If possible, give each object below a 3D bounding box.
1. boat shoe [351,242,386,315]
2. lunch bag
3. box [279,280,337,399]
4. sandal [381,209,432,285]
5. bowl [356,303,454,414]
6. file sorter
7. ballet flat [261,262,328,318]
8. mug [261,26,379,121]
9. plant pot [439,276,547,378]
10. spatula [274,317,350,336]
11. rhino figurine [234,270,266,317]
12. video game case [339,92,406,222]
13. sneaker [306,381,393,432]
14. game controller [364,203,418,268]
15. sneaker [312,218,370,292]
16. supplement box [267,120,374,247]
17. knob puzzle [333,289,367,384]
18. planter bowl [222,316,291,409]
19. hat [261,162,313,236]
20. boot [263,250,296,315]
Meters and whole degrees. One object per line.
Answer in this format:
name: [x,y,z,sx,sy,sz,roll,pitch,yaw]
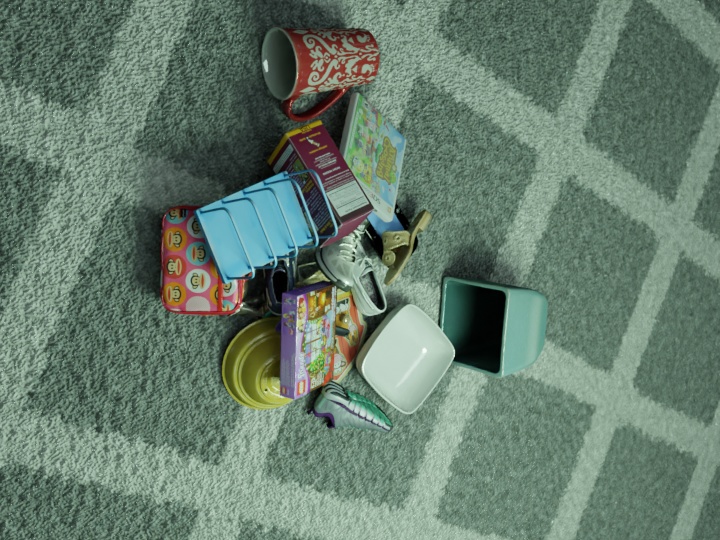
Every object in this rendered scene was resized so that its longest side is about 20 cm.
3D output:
boat shoe: [0.000,0.000,1.711,0.072,0.068,0.201,-21,97,-34]
lunch bag: [-0.275,-0.018,1.510,0.175,0.082,0.202,2,94,-4]
box: [-0.097,0.129,1.565,0.137,0.039,0.202,-18,114,-57]
sandal: [0.076,-0.064,1.724,0.070,0.078,0.212,40,55,-11]
bowl: [0.088,0.188,1.803,0.200,0.074,0.200,-51,120,-15]
file sorter: [-0.159,-0.081,1.440,0.199,0.122,0.140,-29,106,-33]
ballet flat: [-0.127,0.028,1.660,0.199,0.070,0.066,-25,86,-22]
mug: [-0.082,-0.396,1.601,0.199,0.178,0.134,-15,69,-32]
plant pot: [0.318,0.117,1.871,0.199,0.196,0.197,-3,99,-40]
spatula: [-0.087,0.114,1.649,0.199,0.021,0.057,13,119,-51]
rhino figurine: [-0.238,-0.005,1.577,0.087,0.060,0.202,-7,103,7]
video game case: [0.023,-0.227,1.665,0.182,0.022,0.201,36,56,-44]
sneaker: [-0.022,0.313,1.774,0.200,0.075,0.088,35,103,-28]
game controller: [0.050,-0.100,1.754,0.104,0.042,0.200,-44,118,-18]
sneaker: [-0.030,-0.054,1.605,0.115,0.201,0.076,-43,128,18]
supplement box: [-0.075,-0.160,1.530,0.085,0.110,0.201,-28,83,-32]
knob puzzle: [-0.062,0.148,1.726,0.218,0.030,0.221,-7,103,-34]
planter bowl: [-0.167,0.200,1.625,0.199,0.083,0.202,-8,110,-22]
hat: [-0.110,-0.138,1.618,0.199,0.081,0.202,9,65,-20]
boot: [-0.153,-0.019,1.580,0.072,0.090,0.202,-4,77,-9]
